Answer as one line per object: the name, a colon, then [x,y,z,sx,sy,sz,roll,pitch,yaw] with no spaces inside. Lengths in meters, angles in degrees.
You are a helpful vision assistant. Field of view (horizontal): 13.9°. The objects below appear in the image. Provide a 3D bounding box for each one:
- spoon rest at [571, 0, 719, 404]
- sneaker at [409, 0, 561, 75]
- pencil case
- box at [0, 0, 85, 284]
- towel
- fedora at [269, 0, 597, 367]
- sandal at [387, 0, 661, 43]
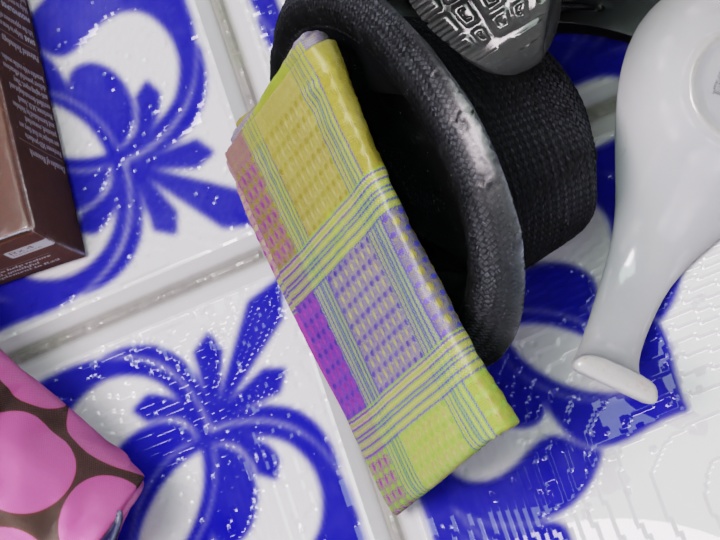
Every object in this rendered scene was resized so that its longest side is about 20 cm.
spoon rest: [0.145,-0.037,1.321,0.099,0.061,0.200,26,81,-6]
sneaker: [0.051,-0.169,1.287,0.076,0.091,0.200,-23,63,17]
pencil case: [-0.195,0.070,1.358,0.200,0.091,0.094,39,58,-1]
box: [-0.209,-0.090,1.442,0.100,0.075,0.200,-17,73,14]
towel: [0.000,0.000,1.318,0.023,0.144,0.200,-21,79,-25]
fedora: [0.042,-0.054,1.330,0.092,0.201,0.201,-20,70,-24]
sandal: [0.085,-0.141,1.370,0.200,0.043,0.076,4,81,19]
